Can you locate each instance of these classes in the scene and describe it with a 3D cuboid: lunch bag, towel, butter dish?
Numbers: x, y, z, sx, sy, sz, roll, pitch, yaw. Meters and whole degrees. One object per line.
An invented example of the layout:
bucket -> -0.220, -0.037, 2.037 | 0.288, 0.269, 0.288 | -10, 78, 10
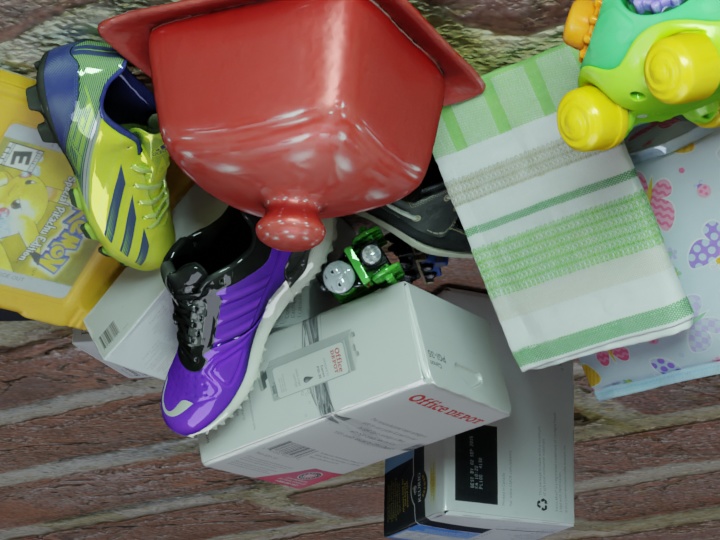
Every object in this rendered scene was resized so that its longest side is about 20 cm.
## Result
lunch bag -> 0.224, -0.020, 1.358 | 0.199, 0.170, 0.127 | -19, -167, 48
towel -> 0.130, -0.042, 1.330 | 0.149, 0.201, 0.031 | -18, -175, 41
butter dish -> -0.041, -0.084, 1.259 | 0.198, 0.149, 0.200 | -9, 158, 24

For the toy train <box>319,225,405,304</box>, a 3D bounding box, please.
toy train -> 0.000, 0.000, 1.464 | 0.056, 0.042, 0.200 | -30, 176, 1

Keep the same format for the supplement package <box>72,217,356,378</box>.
supplement package -> -0.114, 0.014, 1.586 | 0.198, 0.115, 0.110 | -6, 161, 18

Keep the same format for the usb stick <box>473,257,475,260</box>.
usb stick -> 0.120, 0.010, 1.500 | 0.055, 0.033, 0.200 | 33, -169, -23

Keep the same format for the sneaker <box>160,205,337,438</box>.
sneaker -> -0.106, 0.022, 1.405 | 0.099, 0.070, 0.201 | 16, 111, -41

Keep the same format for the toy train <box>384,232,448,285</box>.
toy train -> 0.040, -0.034, 1.566 | 0.045, 0.034, 0.200 | -11, 159, 4

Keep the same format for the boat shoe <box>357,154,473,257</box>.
boat shoe -> 0.052, -0.058, 1.438 | 0.199, 0.072, 0.067 | 20, 158, -37

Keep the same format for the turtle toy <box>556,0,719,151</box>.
turtle toy -> 0.197, -0.145, 1.139 | 0.145, 0.102, 0.200 | -13, 170, -38

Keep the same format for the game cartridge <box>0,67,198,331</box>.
game cartridge -> -0.217, -0.042, 1.422 | 0.199, 0.033, 0.177 | 17, 119, -37

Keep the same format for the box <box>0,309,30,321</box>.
box -> -0.334, -0.009, 1.637 | 0.160, 0.050, 0.200 | 0, 161, 14

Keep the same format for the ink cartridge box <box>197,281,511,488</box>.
ink cartridge box -> -0.007, 0.091, 1.514 | 0.199, 0.083, 0.146 | -22, 157, 24

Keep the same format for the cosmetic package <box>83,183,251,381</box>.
cosmetic package -> -0.108, -0.011, 1.461 | 0.082, 0.051, 0.200 | 25, 113, -45

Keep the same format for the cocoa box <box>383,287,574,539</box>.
cocoa box -> 0.103, 0.136, 1.781 | 0.132, 0.202, 0.131 | 9, 160, -22

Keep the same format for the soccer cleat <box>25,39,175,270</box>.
soccer cleat -> -0.155, -0.071, 1.351 | 0.083, 0.065, 0.201 | -7, 136, 15
